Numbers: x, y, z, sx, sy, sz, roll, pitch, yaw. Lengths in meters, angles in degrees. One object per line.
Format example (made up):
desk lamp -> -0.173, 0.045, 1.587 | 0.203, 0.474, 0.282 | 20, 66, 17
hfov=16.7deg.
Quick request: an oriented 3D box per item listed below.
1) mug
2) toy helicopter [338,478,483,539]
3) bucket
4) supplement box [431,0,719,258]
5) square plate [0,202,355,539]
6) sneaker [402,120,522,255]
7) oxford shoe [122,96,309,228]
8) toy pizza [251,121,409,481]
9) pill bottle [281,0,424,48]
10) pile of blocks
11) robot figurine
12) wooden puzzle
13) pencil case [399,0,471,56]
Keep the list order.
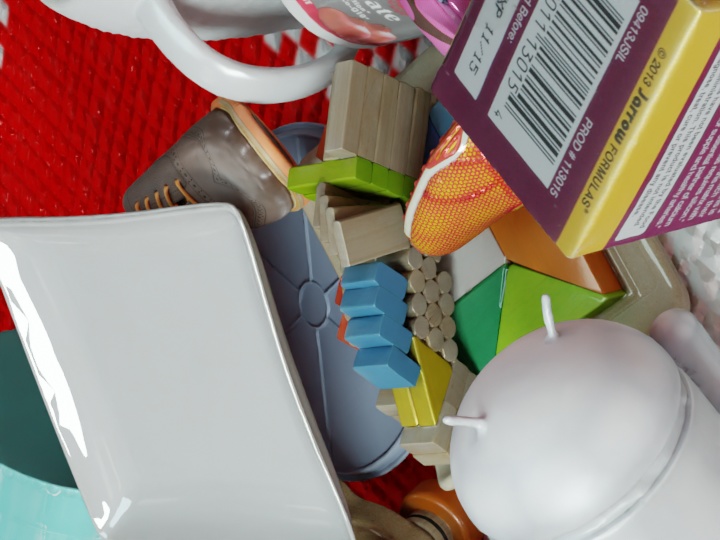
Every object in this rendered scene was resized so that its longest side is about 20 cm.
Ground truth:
mug -> -0.074, -0.169, 1.246 | 0.200, 0.175, 0.148 | 61, 142, 21
toy helicopter -> -0.026, 0.163, 1.349 | 0.200, 0.079, 0.132 | 21, 134, 30
bucket -> -0.180, 0.136, 1.485 | 0.207, 0.207, 0.135 | 41, 127, 39
supplement box -> 0.148, -0.100, 0.940 | 0.103, 0.200, 0.131 | 53, 139, 29
square plate -> -0.099, 0.056, 1.297 | 0.198, 0.028, 0.200 | -3, 114, 41
sneaker -> 0.092, -0.060, 1.110 | 0.077, 0.073, 0.200 | 51, 126, 5
oxford shoe -> -0.080, -0.039, 1.280 | 0.071, 0.073, 0.200 | 51, 165, -3
toy pizza -> -0.014, 0.017, 1.350 | 0.200, 0.032, 0.201 | 17, 112, 49
pill bottle -> 0.049, -0.170, 1.131 | 0.200, 0.111, 0.111 | -7, 95, 55
pile of blocks -> 0.000, 0.000, 1.189 | 0.062, 0.082, 0.200 | -8, 94, 43
robot figurine -> 0.117, 0.100, 1.082 | 0.113, 0.170, 0.200 | 0, 140, 51
wooden puzzle -> 0.054, -0.015, 1.212 | 0.185, 0.037, 0.200 | -39, 68, 40
pencil case -> 0.098, -0.168, 0.988 | 0.094, 0.200, 0.091 | 53, 176, -9
